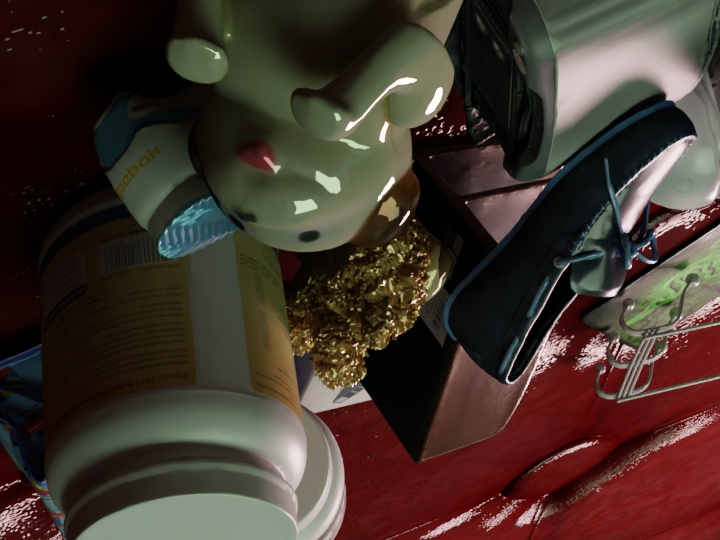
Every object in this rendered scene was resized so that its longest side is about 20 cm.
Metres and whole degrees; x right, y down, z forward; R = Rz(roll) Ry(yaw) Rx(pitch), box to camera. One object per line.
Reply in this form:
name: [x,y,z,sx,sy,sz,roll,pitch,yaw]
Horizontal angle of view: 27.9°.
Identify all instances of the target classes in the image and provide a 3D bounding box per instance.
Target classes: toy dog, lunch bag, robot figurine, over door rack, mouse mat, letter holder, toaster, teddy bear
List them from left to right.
lunch bag: [-0.146,0.079,0.986,0.199,0.094,0.151,-34,158,-17]
toy dog: [-0.018,-0.107,0.645,0.194,0.138,0.202,-62,169,-74]
teddy bear: [0.000,0.000,0.863,0.066,0.146,0.200,22,152,-14]
letter holder: [0.093,0.015,1.003,0.141,0.101,0.201,-13,138,-29]
toaster: [0.120,-0.135,0.787,0.128,0.114,0.200,-25,156,-7]
mouse mat: [0.309,0.006,1.336,0.200,0.008,0.161,-37,152,18]
over door rack: [0.326,0.064,1.354,0.198,0.067,0.148,-2,151,-3]
robot figurine: [0.240,-0.111,0.938,0.199,0.113,0.170,-23,152,-7]

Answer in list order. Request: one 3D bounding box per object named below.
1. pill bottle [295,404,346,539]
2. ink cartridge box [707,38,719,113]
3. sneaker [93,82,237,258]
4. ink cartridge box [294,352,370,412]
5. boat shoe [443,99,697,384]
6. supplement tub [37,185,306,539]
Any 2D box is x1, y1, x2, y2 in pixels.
pill bottle: [-0.067,0.154,1.041,0.113,0.115,0.200,-23,166,-6]
ink cartridge box: [0.229,-0.128,0.772,0.066,0.202,0.116,-10,160,-2]
sneaker: [-0.061,-0.071,0.787,0.077,0.081,0.200,-44,168,29]
ink cartridge box: [0.022,0.079,1.163,0.199,0.045,0.177,-10,148,-29]
boat shoe: [0.132,-0.011,0.839,0.084,0.069,0.200,-12,148,-44]
supplement tub: [-0.107,0.065,0.815,0.143,0.201,0.145,-7,145,-5]
